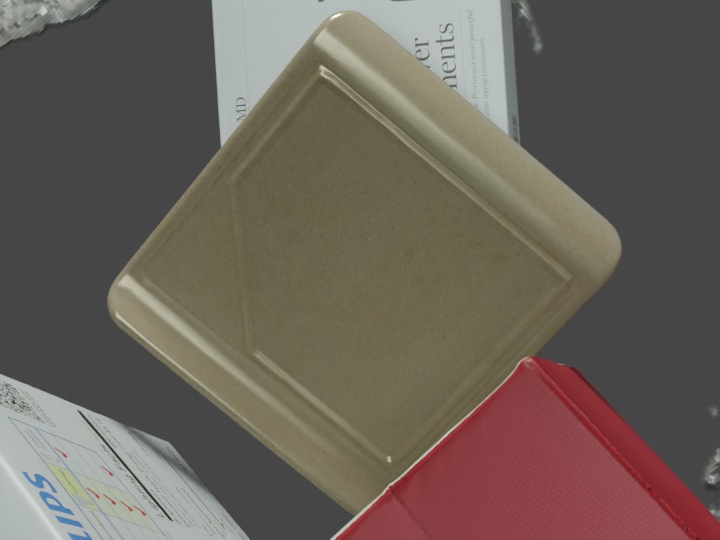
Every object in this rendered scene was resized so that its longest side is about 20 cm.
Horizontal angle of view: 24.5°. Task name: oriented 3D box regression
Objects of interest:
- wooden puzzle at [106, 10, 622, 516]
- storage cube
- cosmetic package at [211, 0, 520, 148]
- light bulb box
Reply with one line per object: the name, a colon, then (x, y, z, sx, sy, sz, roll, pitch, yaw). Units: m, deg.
wooden puzzle: (0.000, 0.000, 0.830, 0.185, 0.037, 0.200, 39, 107, -6)
storage cube: (0.089, 0.161, 0.760, 0.171, 0.200, 0.180, -44, 76, 7)
cosmetic package: (0.001, -0.137, 0.855, 0.150, 0.052, 0.201, -4, 88, 13)
light bulb box: (-0.134, 0.158, 0.764, 0.125, 0.200, 0.198, -51, 53, 5)
